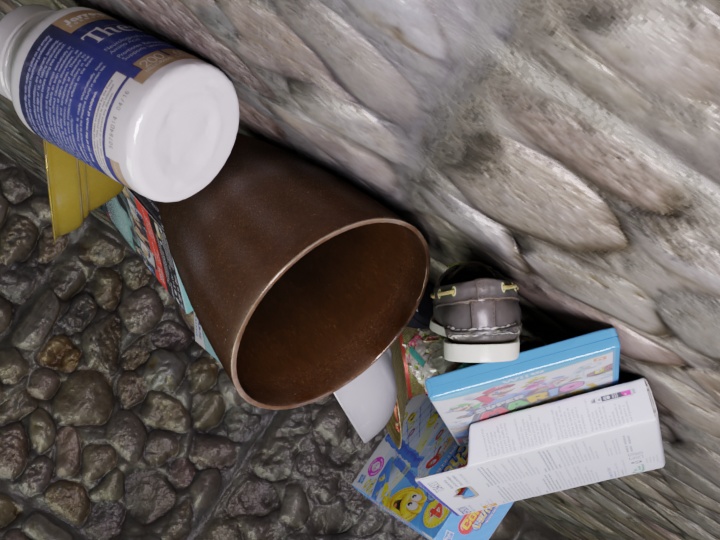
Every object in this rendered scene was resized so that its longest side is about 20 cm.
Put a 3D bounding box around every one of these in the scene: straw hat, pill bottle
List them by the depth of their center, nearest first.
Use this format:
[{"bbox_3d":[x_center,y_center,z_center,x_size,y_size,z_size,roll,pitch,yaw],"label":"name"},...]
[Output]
[{"bbox_3d":[-0.198,-0.138,0.987,0.200,0.111,0.111,29,170,32],"label":"pill bottle"},{"bbox_3d":[0.058,0.086,1.321,0.201,0.085,0.201,168,90,-85],"label":"straw hat"}]

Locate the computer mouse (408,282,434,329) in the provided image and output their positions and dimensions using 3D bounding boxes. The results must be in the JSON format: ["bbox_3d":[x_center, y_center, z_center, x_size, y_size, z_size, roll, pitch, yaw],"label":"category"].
[{"bbox_3d":[0.000,0.000,1.223,0.200,0.046,0.140,40,169,-35],"label":"computer mouse"}]

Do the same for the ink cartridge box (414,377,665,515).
[{"bbox_3d":[0.157,0.156,1.094,0.196,0.200,0.043,54,-156,-66],"label":"ink cartridge box"}]

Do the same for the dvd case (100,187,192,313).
[{"bbox_3d":[-0.246,-0.061,1.407,0.200,0.022,0.146,45,156,31],"label":"dvd case"}]

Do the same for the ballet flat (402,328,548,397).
[{"bbox_3d":[0.107,0.076,1.077,0.064,0.076,0.200,37,-167,35],"label":"ballet flat"}]

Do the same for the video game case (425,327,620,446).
[{"bbox_3d":[0.133,0.097,1.008,0.200,0.143,0.018,59,-164,-69],"label":"video game case"}]

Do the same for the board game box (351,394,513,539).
[{"bbox_3d":[0.106,0.188,1.354,0.056,0.200,0.196,40,170,-24],"label":"board game box"}]

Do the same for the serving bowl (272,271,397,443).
[{"bbox_3d":[-0.020,0.058,1.184,0.200,0.066,0.200,58,176,6],"label":"serving bowl"}]

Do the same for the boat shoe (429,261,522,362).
[{"bbox_3d":[0.089,0.023,0.964,0.072,0.061,0.201,-2,-173,1],"label":"boat shoe"}]

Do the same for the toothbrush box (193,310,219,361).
[{"bbox_3d":[-0.125,0.028,1.426,0.085,0.146,0.200,-7,-167,-23],"label":"toothbrush box"}]

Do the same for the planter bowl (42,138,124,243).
[{"bbox_3d":[-0.281,-0.131,1.296,0.083,0.200,0.200,-6,-179,-14],"label":"planter bowl"}]

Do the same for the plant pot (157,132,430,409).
[{"bbox_3d":[-0.078,-0.023,1.034,0.200,0.187,0.187,46,179,33],"label":"plant pot"}]
